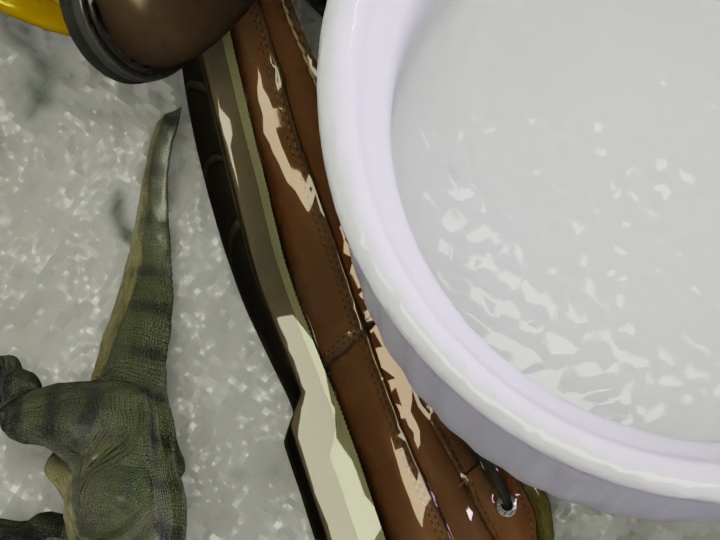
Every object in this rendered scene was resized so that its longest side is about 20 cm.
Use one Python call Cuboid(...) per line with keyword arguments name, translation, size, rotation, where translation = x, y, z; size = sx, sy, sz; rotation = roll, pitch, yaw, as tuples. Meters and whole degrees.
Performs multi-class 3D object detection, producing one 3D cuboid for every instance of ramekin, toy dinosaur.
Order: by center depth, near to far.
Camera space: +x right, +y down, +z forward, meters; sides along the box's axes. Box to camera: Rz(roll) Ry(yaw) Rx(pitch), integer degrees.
Cuboid(name="ramekin", translation=(0.086, -0.031, 0.697), size=(0.199, 0.098, 0.202), rotation=(1, 74, -3))
Cuboid(name="toy dinosaur", translation=(-0.083, 0.052, 0.763), size=(0.088, 0.047, 0.201), rotation=(-20, 51, 24))

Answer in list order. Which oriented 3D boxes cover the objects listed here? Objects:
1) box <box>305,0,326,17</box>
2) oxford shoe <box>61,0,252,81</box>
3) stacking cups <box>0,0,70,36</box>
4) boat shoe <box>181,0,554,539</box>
Cuboid(name="box", translation=(0.021, -0.140, 0.799), size=(0.200, 0.040, 0.137), rotation=(43, 84, 5))
Cuboid(name="oxford shoe", translation=(-0.010, -0.135, 0.706), size=(0.084, 0.073, 0.201), rotation=(14, 67, 46))
Cuboid(name="stacking cups", translation=(-0.059, -0.167, 0.752), size=(0.060, 0.061, 0.201), rotation=(24, 84, 3))
Cuboid(name="boat shoe", translation=(0.000, 0.000, 0.773), size=(0.068, 0.072, 0.201), rotation=(-17, 92, -6))
